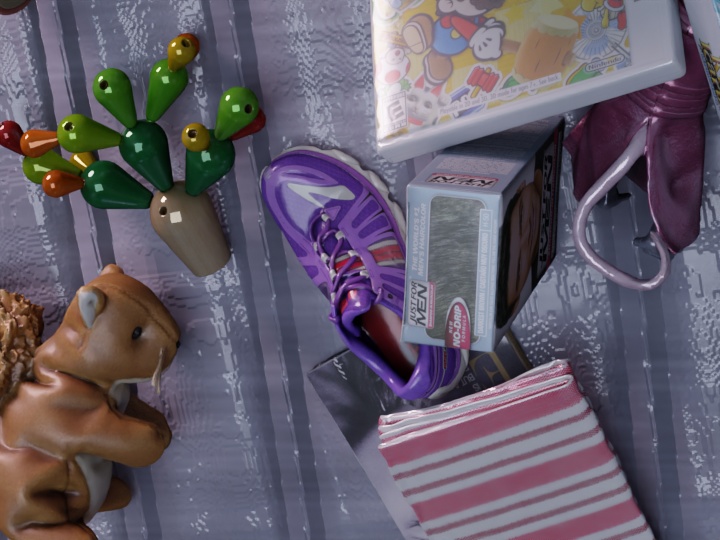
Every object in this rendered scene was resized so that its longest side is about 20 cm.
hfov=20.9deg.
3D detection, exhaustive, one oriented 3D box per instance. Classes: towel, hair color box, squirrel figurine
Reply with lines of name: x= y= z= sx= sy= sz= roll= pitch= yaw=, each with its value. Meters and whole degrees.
towel: x=0.114 y=0.156 z=1.329 sx=0.145 sy=0.030 sz=0.201 roll=-19 pitch=121 yaw=18
hair color box: x=0.080 y=-0.029 z=1.221 sx=0.060 sy=0.200 sz=0.100 roll=7 pitch=109 yaw=15
squirrel figurine: x=-0.225 y=0.080 z=1.392 sx=0.199 sy=0.142 sz=0.188 roll=23 pitch=105 yaw=6

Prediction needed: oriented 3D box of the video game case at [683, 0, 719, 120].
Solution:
video game case: x=0.290 y=-0.170 z=1.143 sx=0.199 sy=0.045 sz=0.182 roll=-21 pitch=100 yaw=-11

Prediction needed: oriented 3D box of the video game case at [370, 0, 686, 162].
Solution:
video game case: x=0.096 y=-0.175 z=1.203 sx=0.199 sy=0.023 sz=0.183 roll=-15 pitch=62 yaw=26

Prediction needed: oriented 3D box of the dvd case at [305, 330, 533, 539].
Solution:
dvd case: x=0.072 y=0.124 z=1.372 sx=0.148 sy=0.016 sz=0.201 roll=-29 pitch=96 yaw=23

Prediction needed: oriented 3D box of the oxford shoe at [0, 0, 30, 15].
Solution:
oxford shoe: x=-0.278 y=-0.274 z=1.347 sx=0.074 sy=0.070 sz=0.201 roll=0 pitch=110 yaw=46

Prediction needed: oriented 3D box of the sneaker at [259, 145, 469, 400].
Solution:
sneaker: x=0.000 y=0.000 z=1.315 sx=0.081 sy=0.083 sz=0.200 roll=-41 pitch=80 yaw=22

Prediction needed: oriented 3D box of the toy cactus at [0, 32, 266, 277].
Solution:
toy cactus: x=-0.142 y=-0.073 z=1.353 sx=0.199 sy=0.103 sz=0.166 roll=-18 pitch=119 yaw=19

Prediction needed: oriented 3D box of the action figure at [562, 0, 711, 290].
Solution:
action figure: x=0.181 y=-0.114 z=1.200 sx=0.133 sy=0.149 sz=0.201 roll=27 pitch=127 yaw=15
